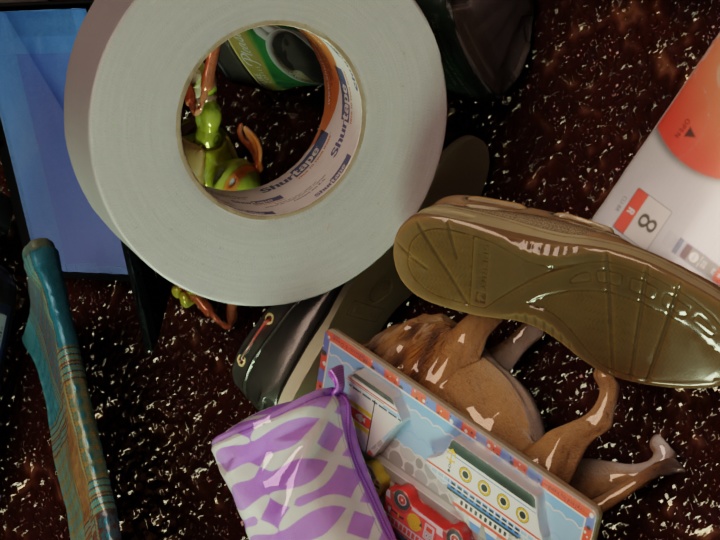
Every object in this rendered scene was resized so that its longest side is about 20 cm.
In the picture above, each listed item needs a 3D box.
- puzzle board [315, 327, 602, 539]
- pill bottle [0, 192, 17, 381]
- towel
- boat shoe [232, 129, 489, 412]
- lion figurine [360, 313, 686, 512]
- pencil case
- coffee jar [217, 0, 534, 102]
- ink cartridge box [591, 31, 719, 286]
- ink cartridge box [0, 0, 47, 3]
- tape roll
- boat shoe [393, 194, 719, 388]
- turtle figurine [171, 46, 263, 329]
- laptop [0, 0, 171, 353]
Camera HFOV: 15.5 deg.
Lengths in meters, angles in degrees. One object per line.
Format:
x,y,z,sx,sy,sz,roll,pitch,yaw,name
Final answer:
0.040,0.141,1.432,0.199,0.017,0.152,33,130,32,puzzle board
-0.275,0.046,1.637,0.111,0.112,0.202,4,79,31,pill bottle
-0.171,0.098,1.555,0.022,0.147,0.201,-10,68,-12,towel
-0.001,-0.001,1.509,0.063,0.074,0.202,38,96,35,boat shoe
0.076,0.084,1.438,0.122,0.073,0.200,-43,51,-2,lion figurine
-0.008,0.161,1.420,0.085,0.084,0.201,-26,89,20,pencil case
-0.006,-0.154,1.534,0.199,0.104,0.086,6,58,31,coffee jar
0.236,-0.027,1.392,0.200,0.050,0.163,39,99,35,ink cartridge box
-0.271,-0.187,1.676,0.087,0.145,0.202,-5,74,29,ink cartridge box
-0.057,-0.086,1.411,0.201,0.199,0.066,-62,24,2,tape roll
0.119,0.002,1.394,0.199,0.065,0.072,21,120,17,boat shoe
-0.109,-0.077,1.585,0.161,0.064,0.201,25,127,40,turtle figurine
-0.176,-0.058,1.531,0.102,0.200,0.179,-11,107,4,laptop
